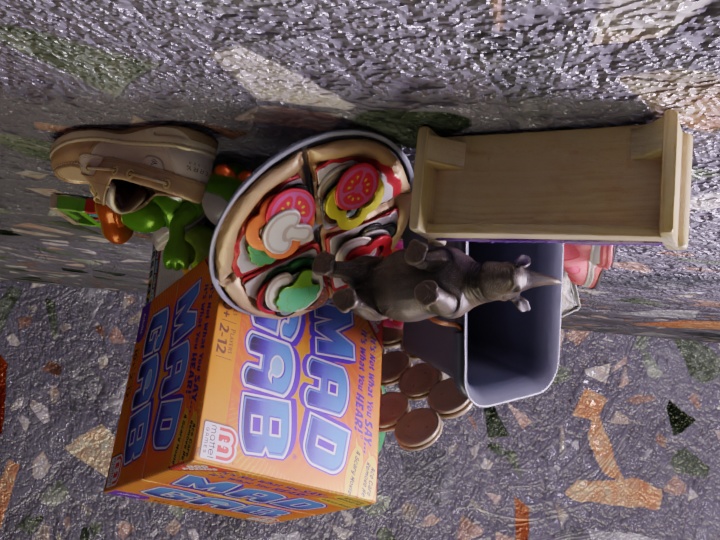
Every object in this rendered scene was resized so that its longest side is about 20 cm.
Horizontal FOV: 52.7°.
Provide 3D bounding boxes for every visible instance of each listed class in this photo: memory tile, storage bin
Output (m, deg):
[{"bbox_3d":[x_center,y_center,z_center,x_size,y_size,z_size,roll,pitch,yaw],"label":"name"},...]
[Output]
[{"bbox_3d":[0.051,0.117,0.806,0.153,0.017,0.198,-39,-149,-24],"label":"memory tile"},{"bbox_3d":[0.101,0.014,0.713,0.143,0.205,0.133,-6,-171,-32],"label":"storage bin"}]

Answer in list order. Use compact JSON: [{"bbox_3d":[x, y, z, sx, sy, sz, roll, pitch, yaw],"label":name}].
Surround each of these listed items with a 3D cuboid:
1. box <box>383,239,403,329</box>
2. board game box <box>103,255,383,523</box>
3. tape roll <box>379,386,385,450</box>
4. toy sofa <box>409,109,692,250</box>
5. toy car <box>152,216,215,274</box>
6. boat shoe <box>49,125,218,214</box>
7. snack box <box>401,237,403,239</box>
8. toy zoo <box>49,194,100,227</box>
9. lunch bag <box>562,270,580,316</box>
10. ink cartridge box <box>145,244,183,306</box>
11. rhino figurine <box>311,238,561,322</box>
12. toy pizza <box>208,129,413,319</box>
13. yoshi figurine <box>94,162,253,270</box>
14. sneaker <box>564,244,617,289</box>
[{"bbox_3d":[0.000,0.000,0.905,0.093,0.102,0.200,13,-177,-11],"label":"box"},{"bbox_3d":[-0.114,0.130,0.744,0.197,0.204,0.198,23,146,-32],"label":"board game box"},{"bbox_3d":[-0.060,0.191,0.894,0.197,0.204,0.048,-1,147,41],"label":"tape roll"},{"bbox_3d":[0.142,-0.060,0.549,0.196,0.085,0.097,2,172,28],"label":"toy sofa"},{"bbox_3d":[-0.169,-0.020,0.926,0.148,0.178,0.200,-29,-177,-17],"label":"toy car"},{"bbox_3d":[-0.216,-0.087,0.663,0.196,0.071,0.073,1,172,33],"label":"boat shoe"},{"bbox_3d":[0.042,-0.060,0.873,0.071,0.025,0.198,2,172,42],"label":"snack box"},{"bbox_3d":[-0.331,-0.076,1.055,0.195,0.021,0.131,6,173,-6],"label":"toy zoo"},{"bbox_3d":[0.149,0.023,0.920,0.197,0.121,0.162,-16,-173,-36],"label":"lunch bag"},{"bbox_3d":[-0.318,0.041,1.229,0.082,0.205,0.175,8,171,-21],"label":"ink cartridge box"},{"bbox_3d":[0.063,0.009,0.587,0.196,0.061,0.087,-3,168,29],"label":"rhino figurine"},{"bbox_3d":[-0.033,-0.028,0.618,0.198,0.201,0.032,12,-148,-47],"label":"toy pizza"},{"bbox_3d":[-0.161,-0.057,0.749,0.195,0.115,0.112,1,180,19],"label":"yoshi figurine"},{"bbox_3d":[0.238,-0.035,0.811,0.085,0.075,0.200,18,172,14],"label":"sneaker"}]
